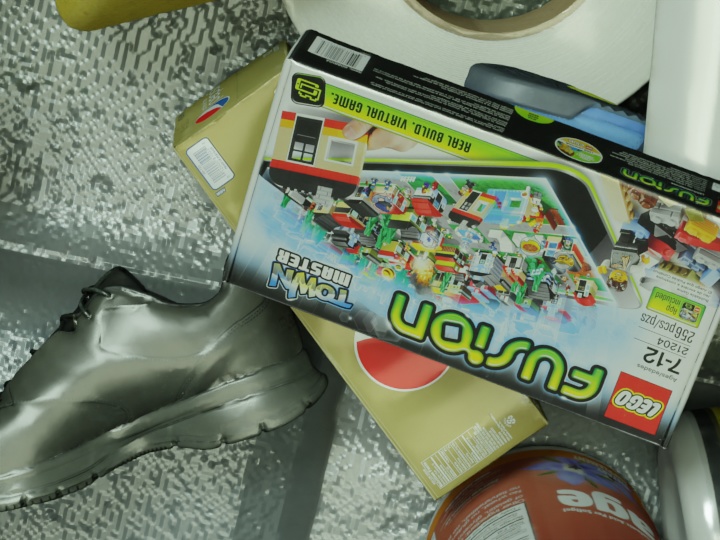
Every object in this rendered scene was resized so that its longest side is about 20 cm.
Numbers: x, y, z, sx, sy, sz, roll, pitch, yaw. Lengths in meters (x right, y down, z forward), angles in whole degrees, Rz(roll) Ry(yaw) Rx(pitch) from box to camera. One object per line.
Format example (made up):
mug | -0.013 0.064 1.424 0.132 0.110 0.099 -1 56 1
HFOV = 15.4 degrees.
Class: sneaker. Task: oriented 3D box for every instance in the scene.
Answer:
sneaker | -0.119 0.049 1.189 0.199 0.076 0.091 -19 96 -5
sneaker | 0.116 -0.028 1.144 0.200 0.066 0.079 23 97 -36

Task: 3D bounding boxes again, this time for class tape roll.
tape roll | 0.057 -0.157 1.154 0.202 0.037 0.204 -1 106 -3

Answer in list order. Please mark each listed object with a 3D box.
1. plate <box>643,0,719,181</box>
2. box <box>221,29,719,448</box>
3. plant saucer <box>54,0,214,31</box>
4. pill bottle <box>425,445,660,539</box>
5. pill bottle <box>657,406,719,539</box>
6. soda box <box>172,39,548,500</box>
plate | 0.204 -0.099 1.126 0.199 0.032 0.200 -8 109 -37
box | 0.053 -0.013 1.089 0.199 0.035 0.110 20 119 5
plant saucer | -0.044 -0.211 1.065 0.199 0.048 0.201 -14 103 -7
pill bottle | 0.089 0.159 1.155 0.112 0.200 0.113 -1 106 -3
pill bottle | 0.239 0.108 1.196 0.199 0.112 0.112 -7 105 -1
soda box | 0.000 0.000 1.176 0.064 0.068 0.200 -34 104 6
